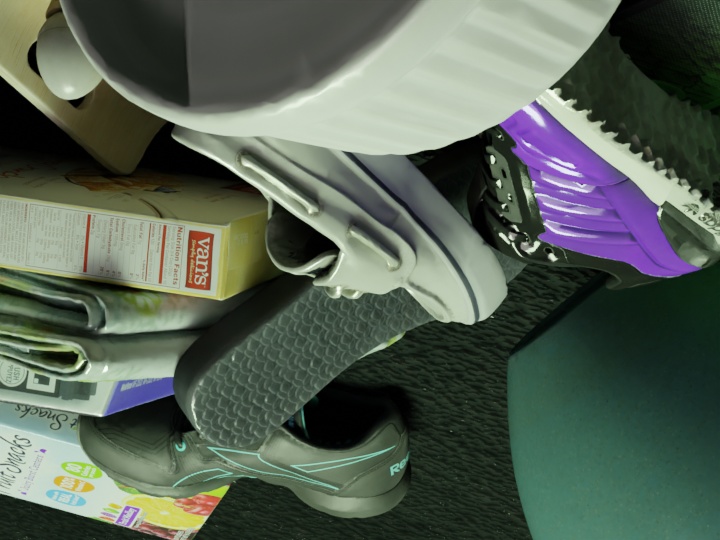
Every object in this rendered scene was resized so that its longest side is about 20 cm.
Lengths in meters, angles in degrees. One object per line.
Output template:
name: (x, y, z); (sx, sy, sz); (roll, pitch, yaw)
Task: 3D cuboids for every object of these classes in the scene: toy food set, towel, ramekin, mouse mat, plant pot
toy food set: (-0.054, -0.085, 1.061); (0.199, 0.061, 0.143); (-1, 153, 30)
towel: (-0.103, 0.016, 1.203); (0.199, 0.049, 0.170); (-3, -167, -44)
ramekin: (0.004, -0.128, 0.776); (0.201, 0.204, 0.094); (-8, 161, 39)
mouse mat: (0.162, -0.058, 1.084); (0.199, 0.008, 0.161); (24, 154, -28)
plant pot: (0.145, 0.063, 1.178); (0.135, 0.200, 0.200); (51, 152, 0)

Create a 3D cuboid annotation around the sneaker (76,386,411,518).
sneaker: (-0.066, 0.088, 1.475); (0.198, 0.076, 0.080); (6, 143, -1)

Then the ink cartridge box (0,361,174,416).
ink cartridge box: (-0.150, 0.044, 1.327); (0.198, 0.044, 0.198); (7, -177, 9)

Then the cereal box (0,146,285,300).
cereal box: (-0.132, -0.026, 1.169); (0.198, 0.040, 0.144); (8, -171, 14)

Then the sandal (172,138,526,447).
sandal: (-0.001, 0.000, 1.131); (0.043, 0.199, 0.076); (50, 169, 48)

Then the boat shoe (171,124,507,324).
boat shoe: (-0.008, -0.023, 1.022); (0.072, 0.066, 0.200); (34, 172, 38)

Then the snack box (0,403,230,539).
snack box: (-0.183, 0.106, 1.574); (0.198, 0.053, 0.142); (16, 156, -9)

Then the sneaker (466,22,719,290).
sneaker: (0.074, -0.047, 1.023); (0.099, 0.070, 0.200); (-28, 133, 30)
